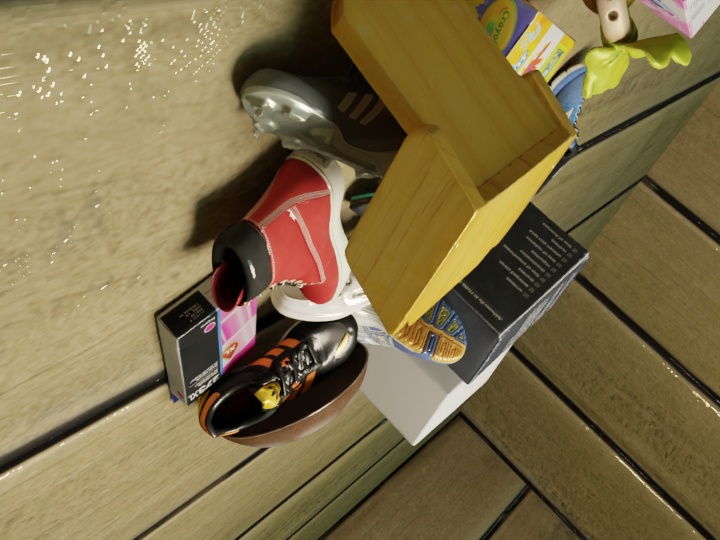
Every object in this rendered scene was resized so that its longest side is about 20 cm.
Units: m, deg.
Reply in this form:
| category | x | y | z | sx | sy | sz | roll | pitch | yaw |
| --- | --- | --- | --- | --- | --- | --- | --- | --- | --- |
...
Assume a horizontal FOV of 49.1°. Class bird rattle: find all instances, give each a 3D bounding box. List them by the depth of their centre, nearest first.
| category | x | y | z | sx | sy | sz | roll | pitch | yaw |
| --- | --- | --- | --- | --- | --- | --- | --- | --- | --- |
| bird rattle | 0.246 | -0.284 | 0.800 | 0.111 | 0.201 | 0.165 | -20 | -143 | 26 |

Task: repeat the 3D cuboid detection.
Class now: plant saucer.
| category | x | y | z | sx | sy | sz | roll | pitch | yaw |
| --- | --- | --- | --- | --- | --- | --- | --- | --- | --- |
| plant saucer | -0.075 | 0.147 | 0.916 | 0.198 | 0.037 | 0.201 | -23 | -164 | 7 |

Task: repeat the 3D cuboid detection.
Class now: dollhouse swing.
| category | x | y | z | sx | sy | sz | roll | pitch | yaw |
| --- | --- | --- | --- | --- | --- | --- | --- | --- | --- |
| dollhouse swing | 0.044 | -0.098 | 0.613 | 0.200 | 0.175 | 0.183 | -36 | 163 | -49 |

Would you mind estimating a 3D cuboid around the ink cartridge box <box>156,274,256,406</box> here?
| category | x | y | z | sx | sy | sz | roll | pitch | yaw |
| --- | --- | --- | --- | --- | --- | --- | --- | --- | --- |
| ink cartridge box | -0.149 | 0.075 | 0.787 | 0.094 | 0.037 | 0.201 | -39 | 163 | -27 |

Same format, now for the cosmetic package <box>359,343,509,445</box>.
| category | x | y | z | sx | sy | sz | roll | pitch | yaw |
| --- | --- | --- | --- | --- | --- | --- | --- | --- | --- |
| cosmetic package | 0.082 | 0.096 | 1.109 | 0.198 | 0.200 | 0.124 | -29 | 156 | -46 |

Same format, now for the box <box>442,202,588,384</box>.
| category | x | y | z | sx | sy | sz | roll | pitch | yaw |
| --- | --- | --- | --- | --- | --- | --- | --- | --- | --- |
| box | 0.144 | -0.004 | 1.009 | 0.196 | 0.200 | 0.125 | -34 | 159 | -34 |

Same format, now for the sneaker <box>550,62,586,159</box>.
| category | x | y | z | sx | sy | sz | roll | pitch | yaw |
| --- | --- | --- | --- | --- | --- | --- | --- | --- | --- |
| sneaker | 0.279 | -0.204 | 1.107 | 0.200 | 0.089 | 0.079 | -47 | 164 | 0 |

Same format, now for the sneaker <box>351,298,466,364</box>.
| category | x | y | z | sx | sy | sz | roll | pitch | yaw |
| --- | --- | --- | --- | --- | --- | --- | --- | --- | --- |
| sneaker | 0.028 | 0.055 | 0.923 | 0.076 | 0.198 | 0.088 | -63 | 180 | -29 |

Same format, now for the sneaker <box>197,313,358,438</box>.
| category | x | y | z | sx | sy | sz | roll | pitch | yaw |
| --- | --- | --- | --- | --- | --- | --- | --- | --- | --- |
| sneaker | -0.083 | 0.115 | 0.836 | 0.198 | 0.071 | 0.090 | -31 | -166 | -2 |

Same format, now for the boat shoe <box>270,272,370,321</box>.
| category | x | y | z | sx | sy | sz | roll | pitch | yaw |
| --- | --- | --- | --- | --- | --- | --- | --- | --- | --- |
| boat shoe | 0.000 | 0.000 | 0.847 | 0.197 | 0.071 | 0.070 | -11 | 147 | -22 |

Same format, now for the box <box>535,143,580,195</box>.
| category | x | y | z | sx | sy | sz | roll | pitch | yaw |
| --- | --- | --- | --- | --- | --- | --- | --- | --- | --- |
| box | 0.250 | -0.123 | 1.228 | 0.160 | 0.044 | 0.200 | -46 | 175 | -4 |

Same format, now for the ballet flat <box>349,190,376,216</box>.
| category | x | y | z | sx | sy | sz | roll | pitch | yaw |
| --- | --- | --- | --- | --- | --- | --- | --- | --- | --- |
| ballet flat | 0.064 | -0.068 | 0.887 | 0.199 | 0.073 | 0.074 | -22 | 151 | -50 |

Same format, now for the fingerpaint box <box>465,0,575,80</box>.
| category | x | y | z | sx | sy | sz | roll | pitch | yaw |
| --- | --- | --- | --- | --- | --- | --- | --- | --- | --- |
| fingerpaint box | 0.110 | -0.175 | 0.786 | 0.201 | 0.073 | 0.166 | -55 | 162 | 21 |

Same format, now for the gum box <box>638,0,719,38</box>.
| category | x | y | z | sx | sy | sz | roll | pitch | yaw |
| --- | --- | --- | --- | --- | --- | --- | --- | --- | --- |
| gum box | 0.366 | -0.355 | 0.938 | 0.066 | 0.113 | 0.199 | -52 | 163 | 19 |

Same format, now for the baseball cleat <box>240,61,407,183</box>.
| category | x | y | z | sx | sy | sz | roll | pitch | yaw |
| --- | --- | --- | --- | --- | --- | --- | --- | --- | --- |
| baseball cleat | -0.016 | -0.134 | 0.612 | 0.199 | 0.069 | 0.108 | 21 | 75 | -56 |

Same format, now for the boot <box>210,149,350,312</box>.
| category | x | y | z | sx | sy | sz | roll | pitch | yaw |
| --- | --- | --- | --- | --- | --- | --- | --- | --- | --- |
| boot | -0.074 | 0.001 | 0.704 | 0.145 | 0.072 | 0.201 | -51 | 158 | -25 |
